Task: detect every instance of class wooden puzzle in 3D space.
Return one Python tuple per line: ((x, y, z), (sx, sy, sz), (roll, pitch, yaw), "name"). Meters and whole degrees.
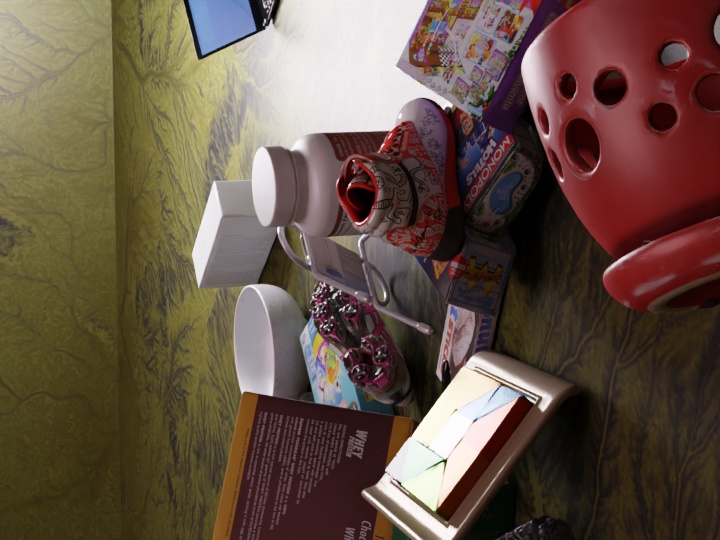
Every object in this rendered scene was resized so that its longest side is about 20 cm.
((0.094, 0.159, 1.185), (0.037, 0.200, 0.185), (45, 171, -19), "wooden puzzle")

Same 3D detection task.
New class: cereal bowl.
((-0.118, 0.118, 1.840), (0.200, 0.083, 0.202), (176, 90, -69), "cereal bowl")

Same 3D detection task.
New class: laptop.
((-0.196, -0.451, 1.912), (0.200, 0.103, 0.178), (117, 143, -53), "laptop")

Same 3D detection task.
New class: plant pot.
((0.216, -0.077, 0.795), (0.200, 0.199, 0.184), (140, 120, -64), "plant pot")

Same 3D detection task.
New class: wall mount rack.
((0.000, 0.000, 1.446), (0.074, 0.200, 0.175), (-35, 52, 25), "wall mount rack")

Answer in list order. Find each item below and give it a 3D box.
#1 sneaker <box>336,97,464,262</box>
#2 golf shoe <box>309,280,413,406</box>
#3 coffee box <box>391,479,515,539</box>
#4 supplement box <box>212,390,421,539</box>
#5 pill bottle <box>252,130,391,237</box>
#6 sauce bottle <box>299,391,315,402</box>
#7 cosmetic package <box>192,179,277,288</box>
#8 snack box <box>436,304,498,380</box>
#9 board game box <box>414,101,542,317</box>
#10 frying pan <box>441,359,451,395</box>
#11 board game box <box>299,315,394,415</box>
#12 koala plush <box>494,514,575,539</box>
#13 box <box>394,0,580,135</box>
((0.032, -0.103, 1.191), (0.067, 0.107, 0.202), (-50, 35, 40), "sneaker")
((0.001, 0.085, 1.523), (0.092, 0.072, 0.201), (47, -169, -49), "golf shoe")
((0.091, 0.307, 1.286), (0.044, 0.122, 0.202), (-146, 54, -64), "coffee box")
((-0.035, 0.252, 1.380), (0.133, 0.199, 0.199), (41, -122, -67), "supplement box")
((-0.011, -0.094, 1.367), (0.112, 0.199, 0.113), (176, 90, -68), "pill bottle")
((-0.073, 0.267, 1.776), (0.066, 0.066, 0.201), (-137, 46, -60), "sauce bottle")
((-0.195, -0.055, 1.981), (0.200, 0.101, 0.072), (118, 143, -52), "cosmetic package")
((0.116, 0.042, 1.306), (0.072, 0.024, 0.201), (-123, 36, -55), "snack box")
((0.108, -0.065, 1.211), (0.200, 0.061, 0.201), (-56, 32, 33), "board game box")
((0.096, 0.179, 1.345), (0.115, 0.031, 0.192), (-132, 41, -82), "frying pan")
((-0.019, 0.140, 1.640), (0.151, 0.047, 0.201), (119, 141, -55), "board game box")
((0.126, 0.357, 1.143), (0.184, 0.177, 0.201), (-46, 64, 46), "koala plush")
((0.113, -0.220, 1.182), (0.137, 0.039, 0.200), (-63, 29, 12), "box")
